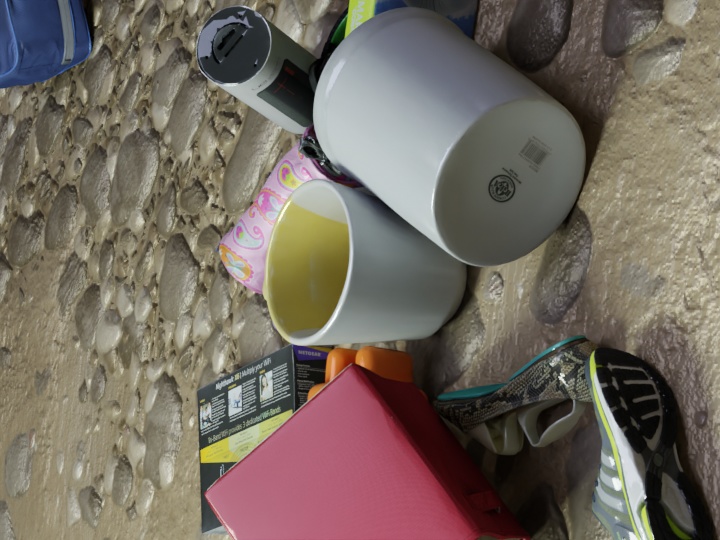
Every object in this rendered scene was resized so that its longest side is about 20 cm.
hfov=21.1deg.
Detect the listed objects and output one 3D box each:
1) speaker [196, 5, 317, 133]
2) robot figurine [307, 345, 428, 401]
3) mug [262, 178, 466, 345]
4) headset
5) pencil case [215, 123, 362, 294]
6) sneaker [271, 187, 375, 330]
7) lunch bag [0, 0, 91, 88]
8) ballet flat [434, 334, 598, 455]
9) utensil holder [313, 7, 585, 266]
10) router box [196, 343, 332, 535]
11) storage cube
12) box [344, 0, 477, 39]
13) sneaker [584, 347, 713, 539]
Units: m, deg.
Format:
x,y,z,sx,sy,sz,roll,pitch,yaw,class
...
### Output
x,y,z,sx,sy,sz,roll,pitch,yaw,class
-0.090,-0.197,1.919,0.081,0.200,0.082,-4,79,18,speaker
0.004,0.173,1.784,0.117,0.142,0.202,56,-144,-79,robot figurine
0.005,-0.006,1.785,0.186,0.152,0.151,36,114,54,mug
-0.006,-0.190,1.882,0.123,0.094,0.202,-3,67,46,headset
-0.069,-0.063,1.972,0.200,0.087,0.088,-49,45,41,pencil case
-0.045,-0.014,1.925,0.201,0.083,0.081,-58,40,33,sneaker
-0.446,-0.316,2.556,0.199,0.132,0.137,-11,90,54,lunch bag
0.136,0.117,1.649,0.200,0.067,0.076,-28,76,49,ballet flat
0.077,-0.115,1.687,0.200,0.169,0.171,44,119,49,utensil holder
-0.098,0.178,1.993,0.200,0.052,0.159,-27,61,52,router box
0.006,0.209,1.625,0.200,0.171,0.180,-40,71,9,storage cube
0.048,-0.241,1.796,0.048,0.121,0.202,8,91,55,box
0.209,0.155,1.520,0.081,0.073,0.201,-46,46,46,sneaker
